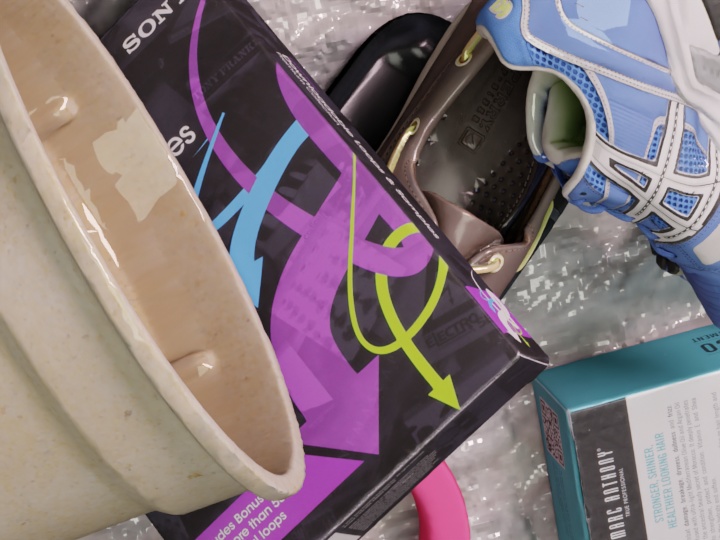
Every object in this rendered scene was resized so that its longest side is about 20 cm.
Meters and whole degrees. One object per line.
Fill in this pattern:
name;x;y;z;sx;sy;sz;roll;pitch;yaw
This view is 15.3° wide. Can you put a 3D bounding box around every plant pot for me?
plant pot;-0.145;0.026;0.850;0.183;0.201;0.201;-30;112;7

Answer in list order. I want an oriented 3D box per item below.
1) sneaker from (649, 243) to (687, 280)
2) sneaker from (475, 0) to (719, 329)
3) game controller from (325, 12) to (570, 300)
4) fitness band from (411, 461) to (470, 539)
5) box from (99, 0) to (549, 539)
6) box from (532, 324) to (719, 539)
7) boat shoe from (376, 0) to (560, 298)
sneaker;0.194;-0.076;1.058;0.085;0.077;0.200;22;109;-27
sneaker;0.102;-0.047;0.956;0.077;0.076;0.200;-30;128;-1
game controller;0.000;0.000;1.021;0.104;0.042;0.200;38;77;-9
fitness band;-0.054;0.107;1.061;0.199;0.037;0.144;8;105;-16
box;-0.049;0.006;0.954;0.143;0.036;0.200;-44;68;11
box;0.175;0.061;1.100;0.199;0.049;0.083;-14;110;-10
boat shoe;0.032;-0.020;0.978;0.072;0.060;0.200;30;79;-11
